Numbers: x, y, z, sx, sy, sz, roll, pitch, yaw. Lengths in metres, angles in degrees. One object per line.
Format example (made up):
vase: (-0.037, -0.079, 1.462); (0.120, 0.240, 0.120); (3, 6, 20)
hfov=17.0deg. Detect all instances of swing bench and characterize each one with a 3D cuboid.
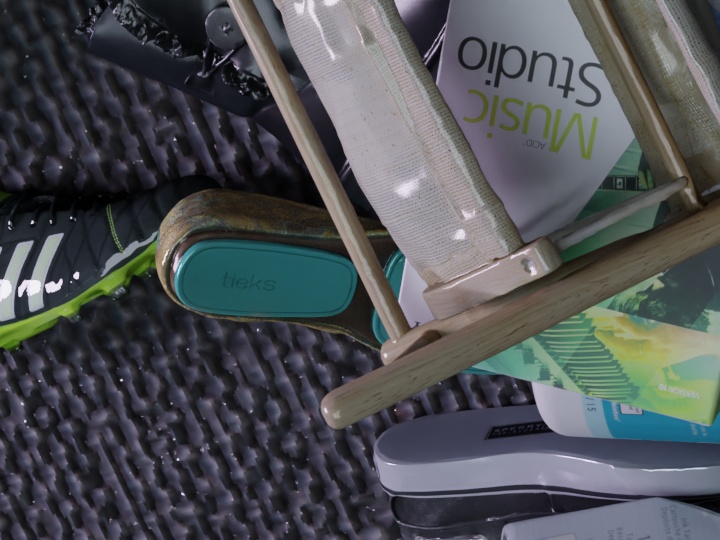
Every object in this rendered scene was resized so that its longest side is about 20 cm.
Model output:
swing bench: (0.044, -0.075, 0.929); (0.200, 0.130, 0.199); (-25, 94, 16)

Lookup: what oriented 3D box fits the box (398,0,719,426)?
box: (0.099, -0.047, 1.002); (0.144, 0.036, 0.200); (13, 108, 14)

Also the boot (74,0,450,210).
boot: (-0.024, -0.138, 1.076); (0.168, 0.076, 0.200); (31, 126, -3)

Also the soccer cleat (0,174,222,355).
soccer cleat: (-0.157, -0.011, 1.189); (0.200, 0.068, 0.081); (-27, 92, 27)

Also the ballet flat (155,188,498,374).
ballet flat: (0.000, 0.000, 1.136); (0.200, 0.071, 0.071); (10, 120, -16)

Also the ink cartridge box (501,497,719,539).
ink cartridge box: (0.177, 0.157, 1.141); (0.200, 0.047, 0.160); (-12, 143, 6)

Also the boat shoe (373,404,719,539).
boat shoe: (0.103, 0.107, 1.156); (0.199, 0.074, 0.068); (-7, 114, 22)

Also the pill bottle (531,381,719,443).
pill bottle: (0.181, 0.023, 1.070); (0.200, 0.111, 0.111); (2, 115, 17)
